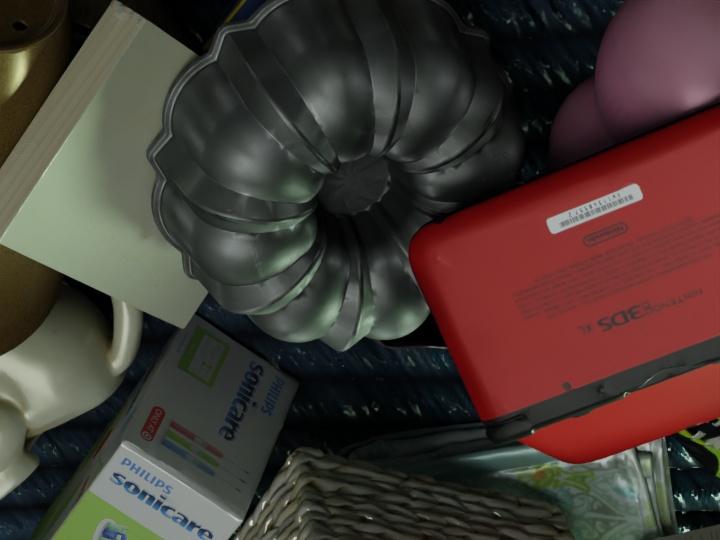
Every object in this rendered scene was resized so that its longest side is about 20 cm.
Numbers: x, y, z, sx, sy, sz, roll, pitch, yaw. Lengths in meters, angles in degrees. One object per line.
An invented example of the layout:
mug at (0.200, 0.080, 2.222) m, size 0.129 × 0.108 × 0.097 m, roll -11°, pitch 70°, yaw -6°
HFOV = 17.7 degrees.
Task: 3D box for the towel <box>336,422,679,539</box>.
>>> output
towel at (0.098, 0.169, 1.389) m, size 0.200 × 0.048 × 0.171 m, roll -7°, pitch 117°, yaw 17°

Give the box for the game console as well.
game console at (0.153, 0.011, 1.173) m, size 0.200 × 0.119 × 0.172 m, roll -22°, pitch 98°, yaw 20°

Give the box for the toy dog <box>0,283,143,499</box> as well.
toy dog at (-0.244, 0.026, 1.330) m, size 0.194 × 0.140 × 0.200 m, roll -35°, pitch 103°, yaw 33°

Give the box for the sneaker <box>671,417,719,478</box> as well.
sneaker at (0.183, 0.076, 1.294) m, size 0.200 × 0.083 × 0.072 m, roll 41°, pitch 121°, yaw -12°

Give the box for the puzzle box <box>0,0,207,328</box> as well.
puzzle box at (-0.110, -0.050, 1.209) m, size 0.025 × 0.200 × 0.133 m, roll 34°, pitch 91°, yaw 27°

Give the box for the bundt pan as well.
bundt pan at (-0.004, -0.043, 1.176) m, size 0.202 × 0.076 × 0.202 m, roll -9°, pitch 123°, yaw -14°

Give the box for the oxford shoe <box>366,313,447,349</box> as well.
oxford shoe at (0.000, 0.000, 1.297) m, size 0.200 × 0.073 × 0.071 m, roll 11°, pitch 122°, yaw 6°

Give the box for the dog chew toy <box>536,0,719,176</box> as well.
dog chew toy at (0.155, -0.065, 1.201) m, size 0.125 × 0.125 × 0.200 m, roll 33°, pitch 129°, yaw -7°

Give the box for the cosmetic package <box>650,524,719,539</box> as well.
cosmetic package at (0.266, 0.194, 1.317) m, size 0.200 × 0.085 × 0.108 m, roll -14°, pitch 121°, yaw 6°

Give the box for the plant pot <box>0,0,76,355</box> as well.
plant pot at (-0.220, -0.078, 1.191) m, size 0.186 × 0.186 × 0.200 m, roll 26°, pitch 137°, yaw -3°

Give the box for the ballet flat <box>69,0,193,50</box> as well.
ballet flat at (-0.181, -0.169, 1.254) m, size 0.200 × 0.068 × 0.072 m, roll 17°, pitch 103°, yaw 7°

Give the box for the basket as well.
basket at (0.013, 0.227, 1.290) m, size 0.198 × 0.161 × 0.200 m, roll 15°, pitch 127°, yaw -24°

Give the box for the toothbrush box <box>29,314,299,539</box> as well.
toothbrush box at (-0.133, 0.147, 1.371) m, size 0.086 × 0.146 × 0.200 m, roll 34°, pitch 122°, yaw -7°

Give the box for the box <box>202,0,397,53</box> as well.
box at (0.004, -0.175, 1.195) m, size 0.064 × 0.070 × 0.200 m, roll 37°, pitch 121°, yaw -9°
